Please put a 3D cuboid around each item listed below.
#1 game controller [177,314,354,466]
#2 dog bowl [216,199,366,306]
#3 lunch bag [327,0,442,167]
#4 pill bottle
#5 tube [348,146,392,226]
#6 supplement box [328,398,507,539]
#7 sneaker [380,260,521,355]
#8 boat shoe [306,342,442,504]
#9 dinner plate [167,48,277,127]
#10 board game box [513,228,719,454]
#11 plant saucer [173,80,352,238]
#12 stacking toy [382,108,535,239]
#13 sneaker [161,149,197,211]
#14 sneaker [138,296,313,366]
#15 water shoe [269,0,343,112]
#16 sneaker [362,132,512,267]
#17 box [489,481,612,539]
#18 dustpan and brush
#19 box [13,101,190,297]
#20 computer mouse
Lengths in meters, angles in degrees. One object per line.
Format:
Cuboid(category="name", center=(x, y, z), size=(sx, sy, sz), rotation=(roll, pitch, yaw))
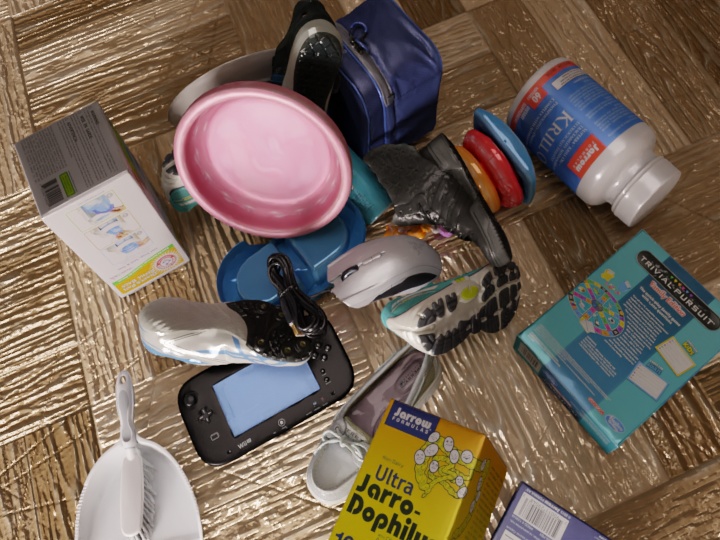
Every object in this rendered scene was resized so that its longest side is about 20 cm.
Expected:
Cuboid(category="game controller", center=(-0.106, 0.134, 0.738), size=(0.197, 0.042, 0.106), rotation=(-28, 66, -6))
Cuboid(category="dog bowl", center=(-0.079, -0.008, 0.794), size=(0.198, 0.050, 0.112), rotation=(-37, 68, -10))
Cuboid(category="lunch bag", center=(0.010, -0.222, 0.797), size=(0.131, 0.201, 0.137), rotation=(-36, 72, -9))
Cuboid(category="pill bottle", center=(0.281, -0.153, 0.786), size=(0.111, 0.113, 0.201), rotation=(-36, 67, -11))
Cuboid(category="tube", center=(-0.038, -0.146, 0.809), size=(0.200, 0.077, 0.050), rotation=(48, 65, -3))
Cuboid(category="supplement box", center=(0.049, 0.248, 0.621), size=(0.107, 0.110, 0.203), rotation=(14, 67, 31))
Cuboid(category="sneaker", center=(0.107, 0.030, 0.715), size=(0.197, 0.080, 0.079), rotation=(-14, 18, -38))
Cuboid(category="boat shoe", center=(0.013, 0.156, 0.698), size=(0.074, 0.065, 0.202), rotation=(37, 73, 29))
Cuboid(category="dinner plate", center=(-0.146, -0.217, 0.820), size=(0.196, 0.200, 0.025), rotation=(-23, 88, -4))
Cuboid(category="board game box", center=(0.293, 0.075, 0.720), size=(0.198, 0.047, 0.152), rotation=(-36, 68, -11))
Cuboid(category="plant saucer", center=(-0.104, -0.124, 0.719), size=(0.195, 0.203, 0.052), rotation=(2, 47, 6))
Cuboid(category="stacking toy", center=(0.108, -0.084, 0.790), size=(0.199, 0.110, 0.117), rotation=(-38, 74, 2))
Cuboid(category="sneaker", center=(-0.160, -0.134, 0.837), size=(0.197, 0.081, 0.078), rotation=(-22, 54, -25))
Cuboid(category="sneaker", center=(-0.147, 0.075, 0.723), size=(0.195, 0.073, 0.073), rotation=(8, 50, 4))
Cuboid(category="water shoe", center=(-0.071, -0.205, 0.736), size=(0.070, 0.201, 0.080), rotation=(5, 53, -28))
Cuboid(category="sneaker", center=(0.083, -0.072, 0.729), size=(0.103, 0.060, 0.203), rotation=(-32, 67, 18))
Cuboid(category="box", center=(0.161, 0.329, 0.629), size=(0.120, 0.033, 0.202), rotation=(29, 72, 17))
Cuboid(category="dustpan and brush", center=(-0.246, 0.213, 0.707), size=(0.136, 0.057, 0.204), rotation=(-11, 65, 1))
Cuboid(category="box", center=(-0.292, -0.074, 0.762), size=(0.100, 0.201, 0.114), rotation=(-29, 64, -9))
Cuboid(category="computer mouse", center=(0.000, 0.000, 0.724), size=(0.196, 0.044, 0.111), rotation=(-19, 54, -14))
